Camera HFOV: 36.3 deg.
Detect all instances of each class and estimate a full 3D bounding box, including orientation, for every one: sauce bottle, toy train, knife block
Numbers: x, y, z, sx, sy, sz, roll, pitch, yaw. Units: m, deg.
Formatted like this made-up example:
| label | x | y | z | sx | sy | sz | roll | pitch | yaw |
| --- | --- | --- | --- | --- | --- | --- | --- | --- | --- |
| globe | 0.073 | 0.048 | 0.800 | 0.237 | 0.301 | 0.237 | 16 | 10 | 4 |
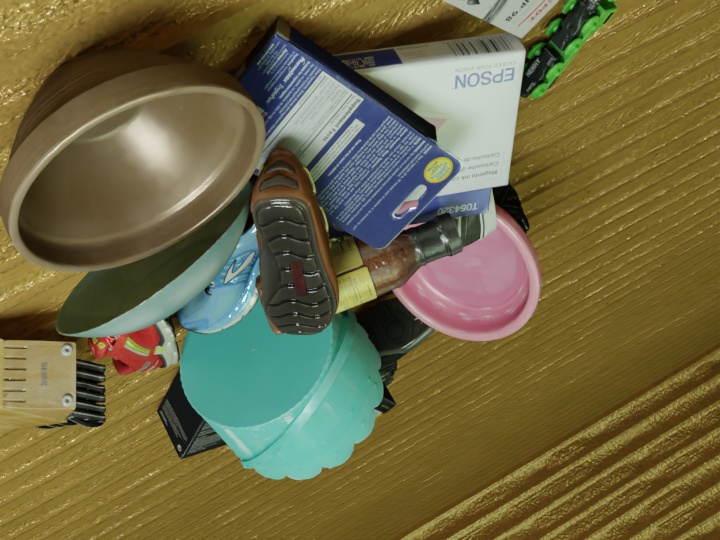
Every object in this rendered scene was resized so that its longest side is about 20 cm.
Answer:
| label | x | y | z | sx | sy | sz | roll | pitch | yaw |
| --- | --- | --- | --- | --- | --- | --- | --- | --- | --- |
| sauce bottle | 0.000 | 0.000 | 1.050 | 0.198 | 0.066 | 0.066 | -19 | 157 | -2 |
| toy train | 0.222 | -0.249 | 1.094 | 0.056 | 0.042 | 0.200 | -24 | 158 | -47 |
| knife block | -0.336 | 0.116 | 1.051 | 0.198 | 0.065 | 0.175 | 4 | 161 | -26 |

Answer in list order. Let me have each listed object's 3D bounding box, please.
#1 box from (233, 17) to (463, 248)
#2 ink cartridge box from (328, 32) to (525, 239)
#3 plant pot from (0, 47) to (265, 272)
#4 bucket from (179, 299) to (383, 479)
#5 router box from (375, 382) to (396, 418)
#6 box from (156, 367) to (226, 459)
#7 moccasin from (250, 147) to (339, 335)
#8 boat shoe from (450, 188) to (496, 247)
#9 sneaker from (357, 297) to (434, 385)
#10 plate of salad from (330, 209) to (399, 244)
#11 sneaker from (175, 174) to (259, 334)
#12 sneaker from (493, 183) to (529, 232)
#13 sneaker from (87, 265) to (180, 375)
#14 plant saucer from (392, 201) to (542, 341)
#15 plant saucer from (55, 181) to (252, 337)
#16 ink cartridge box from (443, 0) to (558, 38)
| label | x | y | z | sx | sy | sz | roll | pitch | yaw |
| --- | --- | --- | --- | --- | --- | --- | --- | --- | --- |
| box | -0.024 | -0.107 | 0.922 | 0.199 | 0.033 | 0.121 | 32 | 121 | -23 |
| ink cartridge box | 0.045 | -0.109 | 0.999 | 0.195 | 0.043 | 0.201 | -11 | 130 | -14 |
| plant pot | -0.177 | -0.096 | 0.808 | 0.200 | 0.093 | 0.201 | -27 | 157 | -12 |
| bucket | -0.085 | 0.109 | 1.175 | 0.206 | 0.208 | 0.135 | -34 | 146 | 4 |
| router box | -0.056 | 0.174 | 1.369 | 0.149 | 0.051 | 0.200 | -37 | 155 | 8 |
| box | -0.135 | 0.145 | 1.373 | 0.199 | 0.079 | 0.141 | -13 | 153 | -38 |
| moccasin | -0.059 | -0.018 | 0.943 | 0.073 | 0.078 | 0.202 | -5 | 138 | 9 |
| boat shoe | 0.087 | -0.101 | 1.092 | 0.063 | 0.071 | 0.201 | -31 | 129 | -16 |
| sneaker | 0.033 | 0.101 | 1.496 | 0.199 | 0.077 | 0.114 | -38 | 159 | 20 |
| plate of salad | -0.029 | -0.041 | 1.175 | 0.199 | 0.048 | 0.200 | -28 | 157 | -13 |
| sneaker | -0.131 | -0.023 | 1.065 | 0.090 | 0.079 | 0.200 | 11 | 124 | -46 |
| sneaker | 0.134 | -0.021 | 1.348 | 0.076 | 0.115 | 0.200 | -5 | 147 | -45 |
| sneaker | -0.228 | 0.057 | 1.081 | 0.084 | 0.077 | 0.200 | -19 | 154 | -12 |
| plant saucer | 0.119 | -0.012 | 1.271 | 0.051 | 0.200 | 0.201 | -51 | 175 | -44 |
| plant saucer | -0.163 | -0.002 | 0.920 | 0.200 | 0.039 | 0.201 | -31 | -158 | 14 |
| ink cartridge box | 0.129 | -0.265 | 0.898 | 0.116 | 0.067 | 0.199 | -45 | 155 | 25 |
